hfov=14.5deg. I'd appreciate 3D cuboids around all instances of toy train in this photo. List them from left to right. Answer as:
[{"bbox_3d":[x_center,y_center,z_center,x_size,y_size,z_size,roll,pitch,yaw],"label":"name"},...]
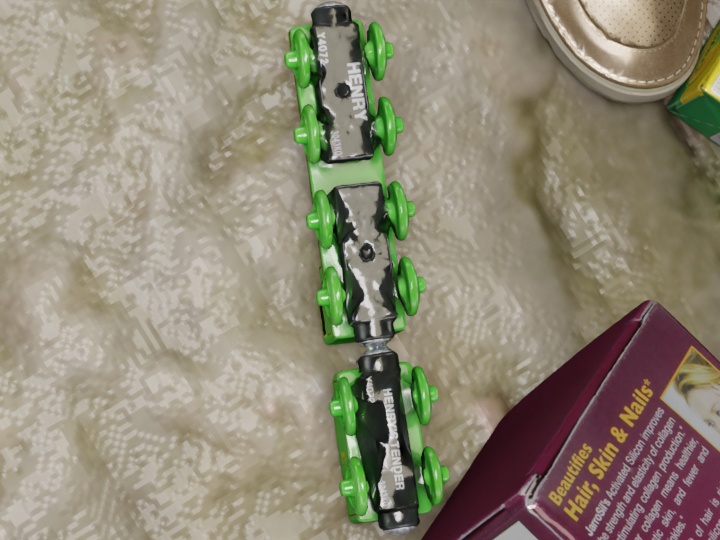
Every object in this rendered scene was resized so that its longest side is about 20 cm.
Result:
[{"bbox_3d":[0.000,0.000,1.065,0.042,0.056,0.201,-7,84,-9],"label":"toy train"}]

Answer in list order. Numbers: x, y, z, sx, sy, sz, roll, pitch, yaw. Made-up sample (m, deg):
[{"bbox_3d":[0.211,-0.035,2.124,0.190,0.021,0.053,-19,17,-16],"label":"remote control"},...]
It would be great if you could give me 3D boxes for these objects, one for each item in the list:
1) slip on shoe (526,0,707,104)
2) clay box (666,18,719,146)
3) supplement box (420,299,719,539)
[{"bbox_3d":[0.099,-0.167,1.109,0.076,0.061,0.201,-3,83,-14],"label":"slip on shoe"},{"bbox_3d":[0.223,-0.118,1.139,0.115,0.048,0.200,34,76,-6],"label":"clay box"},{"bbox_3d":[0.125,0.133,1.027,0.200,0.103,0.131,44,43,-4],"label":"supplement box"}]
